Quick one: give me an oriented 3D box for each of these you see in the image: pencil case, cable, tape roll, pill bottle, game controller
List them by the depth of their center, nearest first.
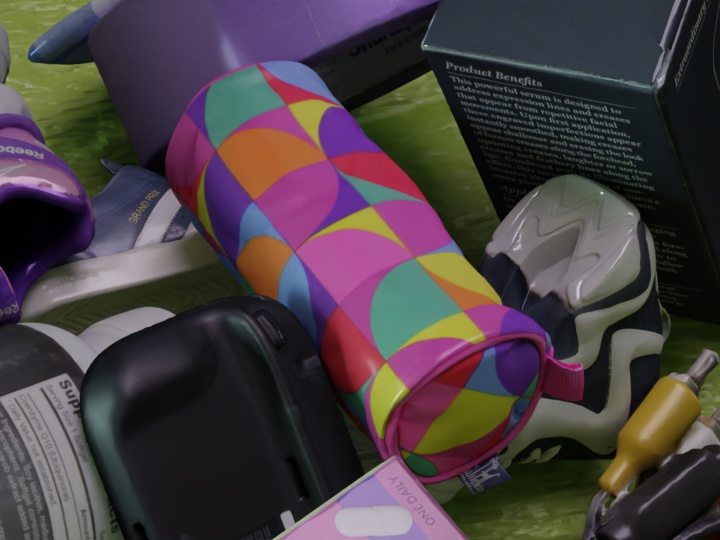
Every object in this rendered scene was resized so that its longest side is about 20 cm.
[{"bbox_3d":[-0.034,0.111,1.093,0.104,0.042,0.201,-22,91,-30],"label":"game controller"},{"bbox_3d":[-0.148,0.087,1.103,0.200,0.117,0.116,-21,51,-35],"label":"pill bottle"},{"bbox_3d":[0.000,0.000,1.162,0.088,0.089,0.200,-14,46,-31],"label":"pencil case"},{"bbox_3d":[0.098,0.121,1.202,0.200,0.097,0.050,-33,15,-21],"label":"cable"},{"bbox_3d":[-0.019,-0.114,1.311,0.200,0.200,0.066,-21,84,-35],"label":"tape roll"}]

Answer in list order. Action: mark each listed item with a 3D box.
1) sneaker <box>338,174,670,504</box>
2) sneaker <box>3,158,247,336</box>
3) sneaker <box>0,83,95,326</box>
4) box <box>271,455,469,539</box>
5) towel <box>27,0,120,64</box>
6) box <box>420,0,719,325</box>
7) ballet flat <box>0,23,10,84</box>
[{"bbox_3d":[0.058,0.064,1.230,0.079,0.130,0.199,33,79,37],"label":"sneaker"},{"bbox_3d":[-0.073,-0.015,1.277,0.199,0.075,0.085,-8,49,-25],"label":"sneaker"},{"bbox_3d":[-0.185,0.009,1.176,0.088,0.081,0.200,34,63,29],"label":"sneaker"},{"bbox_3d":[-0.015,0.195,0.975,0.200,0.097,0.176,-33,73,-28],"label":"box"},{"bbox_3d":[-0.044,-0.148,1.341,0.024,0.200,0.147,62,23,4],"label":"towel"},{"bbox_3d":[0.121,-0.093,1.255,0.107,0.200,0.149,12,64,24],"label":"box"},{"bbox_3d":[-0.258,-0.094,1.330,0.199,0.070,0.070,4,41,-14],"label":"ballet flat"}]
